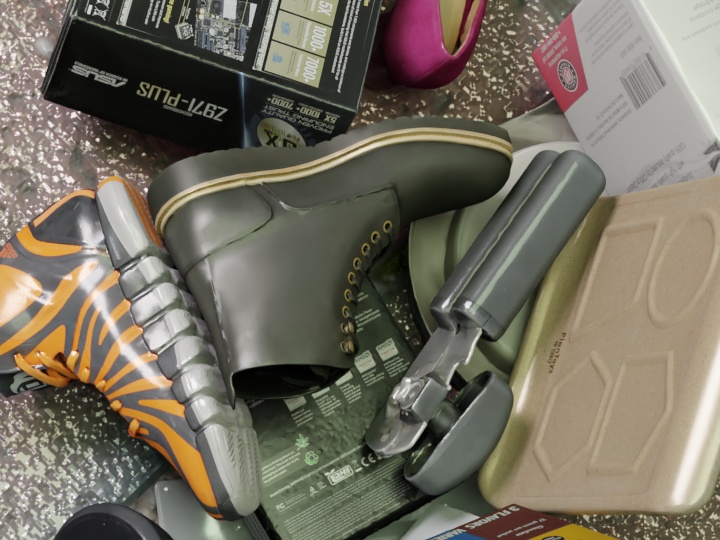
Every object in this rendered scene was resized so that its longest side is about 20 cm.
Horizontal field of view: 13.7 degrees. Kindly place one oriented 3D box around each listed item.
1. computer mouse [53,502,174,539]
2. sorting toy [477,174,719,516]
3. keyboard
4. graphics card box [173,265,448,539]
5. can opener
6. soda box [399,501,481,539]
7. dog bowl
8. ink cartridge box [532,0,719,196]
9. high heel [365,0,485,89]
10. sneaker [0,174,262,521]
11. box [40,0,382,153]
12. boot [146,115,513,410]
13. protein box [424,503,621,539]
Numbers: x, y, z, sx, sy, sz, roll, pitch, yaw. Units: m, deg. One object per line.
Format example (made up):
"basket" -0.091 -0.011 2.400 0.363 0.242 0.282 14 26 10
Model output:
"computer mouse" -0.111 0.220 1.571 0.053 0.138 0.200 14 55 -56
"sorting toy" 0.148 0.042 1.560 0.036 0.200 0.185 25 77 -25
"keyboard" -0.013 0.134 1.656 0.200 0.011 0.056 -5 72 -15
"graphics card box" -0.038 0.056 1.643 0.125 0.051 0.200 -29 79 -20
"can opener" 0.075 0.029 1.617 0.067 0.053 0.200 41 75 -21
"soda box" 0.012 0.222 1.597 0.200 0.064 0.068 -48 124 -20
"dog bowl" 0.117 0.001 1.696 0.200 0.059 0.200 3 76 -13
"ink cartridge box" 0.194 -0.069 1.625 0.085 0.146 0.200 -24 83 -21
"high heel" 0.066 -0.191 1.702 0.067 0.096 0.200 25 76 -24
"sneaker" -0.132 0.058 1.580 0.112 0.078 0.200 -28 70 7
"box" -0.070 -0.169 1.656 0.164 0.086 0.200 17 57 -9
"boot" 0.000 0.000 1.585 0.200 0.077 0.138 -12 61 -13
"protein box" 0.101 0.248 1.502 0.135 0.200 0.199 -19 110 -34
